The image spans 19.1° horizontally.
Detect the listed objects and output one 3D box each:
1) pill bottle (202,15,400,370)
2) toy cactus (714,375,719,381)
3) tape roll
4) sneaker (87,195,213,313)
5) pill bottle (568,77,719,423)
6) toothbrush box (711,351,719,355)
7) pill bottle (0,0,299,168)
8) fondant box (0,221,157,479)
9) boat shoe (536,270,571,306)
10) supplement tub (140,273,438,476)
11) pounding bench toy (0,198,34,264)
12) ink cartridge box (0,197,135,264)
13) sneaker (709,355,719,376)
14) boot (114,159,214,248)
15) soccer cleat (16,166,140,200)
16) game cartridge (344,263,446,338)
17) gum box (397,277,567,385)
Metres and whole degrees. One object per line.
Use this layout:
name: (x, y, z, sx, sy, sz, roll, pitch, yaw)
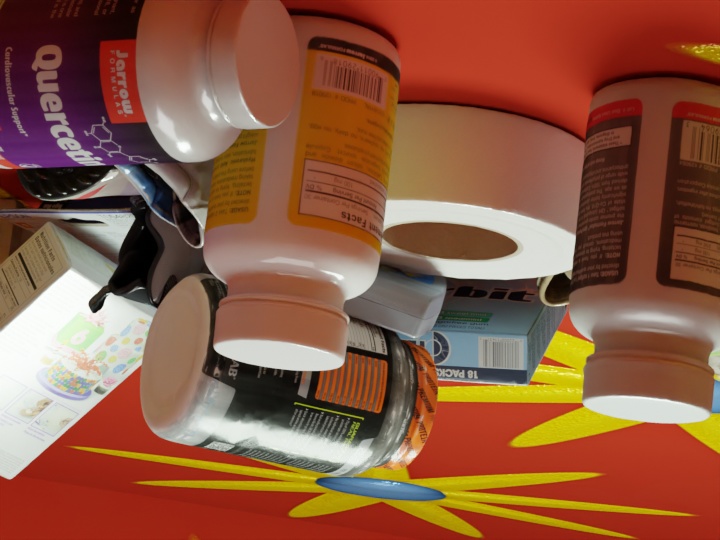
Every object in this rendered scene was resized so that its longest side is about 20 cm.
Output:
pill bottle: (-0.039, -0.045, 1.313, 0.110, 0.202, 0.111, 7, 166, 2)
toy cactus: (0.309, 0.048, 1.786, 0.163, 0.103, 0.200, 16, 175, 5)
tape roll: (0.066, -0.052, 1.511, 0.200, 0.072, 0.203, 6, 166, 1)
sneaker: (-0.138, 0.021, 1.612, 0.139, 0.202, 0.078, -17, -153, -23)
pill bottle: (0.189, -0.011, 1.345, 0.110, 0.202, 0.111, 7, 167, 2)
toothbrush box: (0.300, -0.002, 1.533, 0.144, 0.087, 0.200, -4, 166, 7)
pill bottle: (-0.140, -0.118, 1.254, 0.198, 0.114, 0.112, -1, 164, 27)
fondant box: (-0.271, 0.069, 1.744, 0.200, 0.058, 0.144, -40, 141, 12)
boat shoe: (0.184, -0.018, 1.600, 0.071, 0.065, 0.200, 9, 165, -12)
supplement tub: (-0.051, 0.081, 1.560, 0.199, 0.124, 0.122, 15, 164, -28)
pounding bench toy: (-0.347, 0.018, 1.872, 0.198, 0.126, 0.156, -2, 164, 32)
ink cartridge box: (-0.169, -0.026, 1.733, 0.198, 0.041, 0.200, 2, 159, 42)
sneaker: (0.339, 0.067, 1.662, 0.198, 0.071, 0.076, 17, 143, 25)
boot: (-0.085, -0.049, 1.400, 0.200, 0.096, 0.073, 42, 151, -27)
soccer cleat: (-0.146, -0.085, 1.524, 0.198, 0.069, 0.073, -4, -173, 23)
game cartridge: (0.000, 0.000, 1.633, 0.132, 0.041, 0.200, 23, -170, -6)
gum box: (0.070, 0.037, 1.726, 0.168, 0.045, 0.200, 3, -164, 15)
